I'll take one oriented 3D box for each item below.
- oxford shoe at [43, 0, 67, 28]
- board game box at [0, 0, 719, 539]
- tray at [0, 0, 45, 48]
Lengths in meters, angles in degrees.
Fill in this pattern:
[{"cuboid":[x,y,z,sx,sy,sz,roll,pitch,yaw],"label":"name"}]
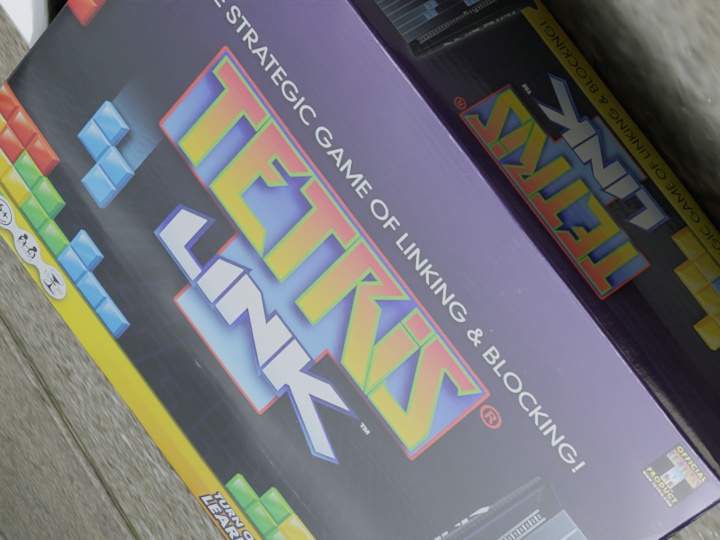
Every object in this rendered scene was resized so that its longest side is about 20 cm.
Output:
[{"cuboid":[-0.035,-0.042,0.808,0.058,0.075,0.200,31,-168,-49],"label":"oxford shoe"},{"cuboid":[0.000,0.000,0.709,0.200,0.057,0.165,52,139,6],"label":"board game box"},{"cuboid":[-0.119,-0.134,0.980,0.108,0.022,0.200,56,165,-8],"label":"tray"}]
